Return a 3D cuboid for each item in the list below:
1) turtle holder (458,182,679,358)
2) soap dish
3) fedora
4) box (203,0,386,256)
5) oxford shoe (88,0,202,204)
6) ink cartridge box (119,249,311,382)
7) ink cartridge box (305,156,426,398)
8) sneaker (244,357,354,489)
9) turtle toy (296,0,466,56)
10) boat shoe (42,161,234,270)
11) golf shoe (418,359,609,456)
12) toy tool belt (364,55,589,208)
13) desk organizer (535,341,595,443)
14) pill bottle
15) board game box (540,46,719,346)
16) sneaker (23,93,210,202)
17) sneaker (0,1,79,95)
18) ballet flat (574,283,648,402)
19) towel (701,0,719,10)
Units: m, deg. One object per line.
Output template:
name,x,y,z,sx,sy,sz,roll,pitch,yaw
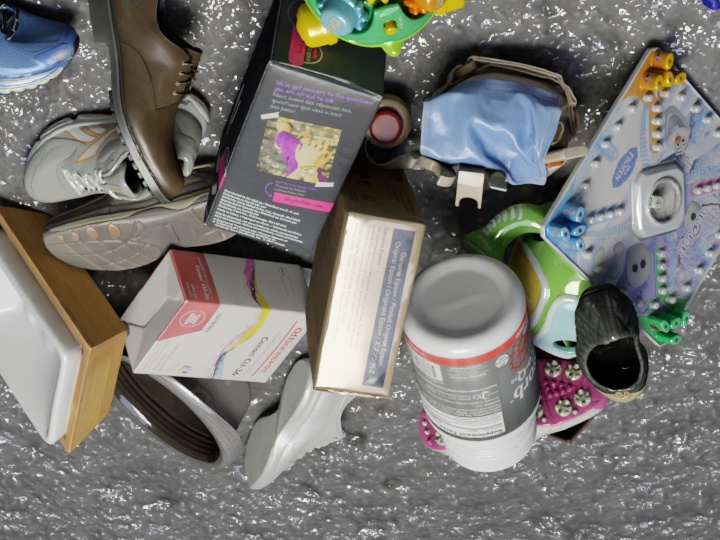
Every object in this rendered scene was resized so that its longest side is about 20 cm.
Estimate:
turtle holder,0.195,0.009,1.475,0.184,0.141,0.132,7,126,-48
soap dish,-0.308,0.053,1.533,0.081,0.200,0.158,-18,145,-33
fedora,-0.190,0.114,1.629,0.199,0.091,0.177,40,153,-8
box,-0.057,-0.132,1.376,0.105,0.123,0.201,17,133,-12
oxford shoe,-0.174,-0.158,1.340,0.083,0.073,0.203,-10,102,4
ink cartridge box,-0.124,0.049,1.550,0.198,0.068,0.117,6,137,-38
ink cartridge box,0.000,0.000,1.417,0.074,0.200,0.167,8,109,-8
sneaker,-0.062,0.181,1.732,0.088,0.076,0.201,12,134,-26
turtle toy,0.004,-0.267,1.233,0.144,0.101,0.202,-15,102,0
boat shoe,-0.206,-0.055,1.495,0.197,0.074,0.075,-10,140,3
golf shoe,0.161,0.145,1.582,0.198,0.076,0.092,-14,148,18
toy tool belt,0.097,-0.121,1.372,0.197,0.123,0.126,1,110,0
desk organizer,0.152,0.106,1.638,0.198,0.078,0.072,20,132,-17
pill bottle,0.107,0.090,1.449,0.114,0.117,0.201,-7,138,9
board game box,0.273,-0.062,1.403,0.200,0.201,0.026,39,168,-34
sneaker,-0.233,-0.098,1.438,0.198,0.093,0.076,-21,132,22
sneaker,-0.340,-0.214,1.337,0.197,0.079,0.090,9,137,-7
ballet flat,0.227,0.079,1.420,0.066,0.057,0.200,-11,150,11
towel,0.296,-0.305,1.242,0.147,0.050,0.200,-26,129,26
